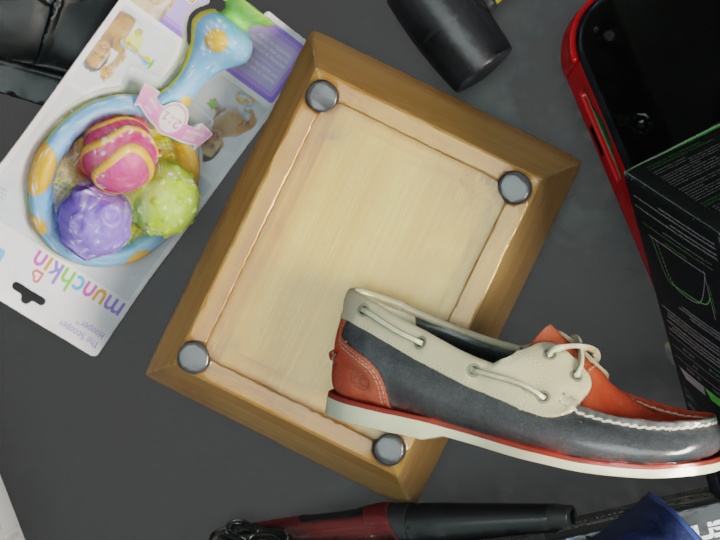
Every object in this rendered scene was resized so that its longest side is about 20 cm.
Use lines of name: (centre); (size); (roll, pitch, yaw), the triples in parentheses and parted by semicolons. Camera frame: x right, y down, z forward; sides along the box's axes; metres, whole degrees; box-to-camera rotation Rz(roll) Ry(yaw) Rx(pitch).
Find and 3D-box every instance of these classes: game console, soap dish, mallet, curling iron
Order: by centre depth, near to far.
game console: (0.210, -0.071, 1.264); (0.176, 0.031, 0.201); (-20, 77, -7)
curling iron: (0.015, 0.136, 1.269); (0.199, 0.050, 0.026); (-7, 125, 19)
soap dish: (0.000, 0.000, 1.273); (0.157, 0.081, 0.201); (26, 93, 2)
mallet: (0.113, -0.165, 1.289); (0.199, 0.041, 0.066); (-30, 88, -1)

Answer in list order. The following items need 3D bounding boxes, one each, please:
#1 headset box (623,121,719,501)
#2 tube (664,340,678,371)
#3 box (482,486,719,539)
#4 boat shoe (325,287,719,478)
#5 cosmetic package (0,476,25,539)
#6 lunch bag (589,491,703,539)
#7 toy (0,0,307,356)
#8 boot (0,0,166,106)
headset box: (0.238, 0.018, 1.167); (0.173, 0.093, 0.201); (-26, 118, -12)
tube: (0.248, -0.002, 1.280); (0.200, 0.052, 0.058); (-39, 123, 0)
box: (0.119, 0.209, 1.268); (0.199, 0.086, 0.165); (-12, 89, 3)
boat shoe: (0.077, 0.055, 1.182); (0.199, 0.071, 0.063); (11, 94, 22)
cosmetic package: (-0.225, 0.118, 1.278); (0.074, 0.102, 0.201); (-22, 89, 2)
lunch bag: (0.145, 0.205, 1.154); (0.132, 0.136, 0.200); (-45, 88, 1)
toy: (-0.110, -0.055, 1.266); (0.115, 0.047, 0.201); (34, 90, -37)
boot: (-0.181, -0.174, 1.285); (0.197, 0.073, 0.164); (15, 94, -4)
